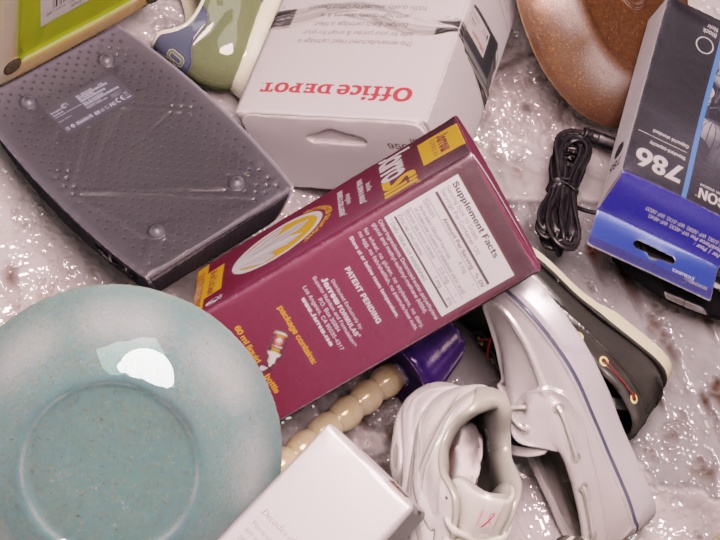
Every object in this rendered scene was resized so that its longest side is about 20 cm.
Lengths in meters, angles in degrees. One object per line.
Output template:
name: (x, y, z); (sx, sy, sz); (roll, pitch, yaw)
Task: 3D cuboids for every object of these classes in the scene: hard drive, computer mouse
hard drive: (-0.151, -0.073, 1.129); (0.134, 0.043, 0.200); (-33, 58, -25)
computer mouse: (0.215, -0.029, 1.215); (0.198, 0.046, 0.141); (16, 43, -7)

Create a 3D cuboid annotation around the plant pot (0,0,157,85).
plant pot: (-0.236, -0.252, 1.137); (0.199, 0.200, 0.182); (-34, 73, -27)

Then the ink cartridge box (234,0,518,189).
ink cartridge box: (0.017, -0.155, 1.180); (0.143, 0.085, 0.202); (5, 56, 25)

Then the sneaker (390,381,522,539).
sneaker: (0.055, 0.161, 1.025); (0.077, 0.099, 0.203); (6, 76, -20)

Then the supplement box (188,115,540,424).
supplement box: (0.000, 0.000, 1.048); (0.199, 0.110, 0.086); (-31, 105, 6)

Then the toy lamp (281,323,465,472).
toy lamp: (-0.013, 0.096, 1.086); (0.199, 0.058, 0.058); (-37, 75, -24)

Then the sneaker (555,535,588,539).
sneaker: (0.122, 0.261, 1.018); (0.085, 0.077, 0.202); (34, 67, -23)

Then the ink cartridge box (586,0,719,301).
ink cartridge box: (0.227, -0.087, 1.174); (0.099, 0.039, 0.202); (23, 62, -8)

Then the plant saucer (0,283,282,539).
plant saucer: (-0.144, 0.111, 0.988); (0.198, 0.039, 0.204); (-1, 101, -4)

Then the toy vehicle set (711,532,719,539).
toy vehicle set: (0.310, 0.187, 1.067); (0.197, 0.125, 0.027); (3, 61, -11)

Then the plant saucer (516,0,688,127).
plant saucer: (0.185, -0.207, 1.238); (0.199, 0.036, 0.203); (12, 73, -45)

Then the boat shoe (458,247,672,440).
boat shoe: (0.112, 0.037, 1.133); (0.200, 0.074, 0.063); (35, 52, 2)

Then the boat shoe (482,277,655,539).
boat shoe: (0.119, 0.092, 1.070); (0.065, 0.073, 0.201); (-33, 102, -17)

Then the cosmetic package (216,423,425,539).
cosmetic package: (-0.057, 0.185, 0.960); (0.074, 0.102, 0.200); (41, 85, 11)

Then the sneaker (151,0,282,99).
sneaker: (-0.093, -0.220, 1.228); (0.089, 0.067, 0.202); (18, 63, -9)
